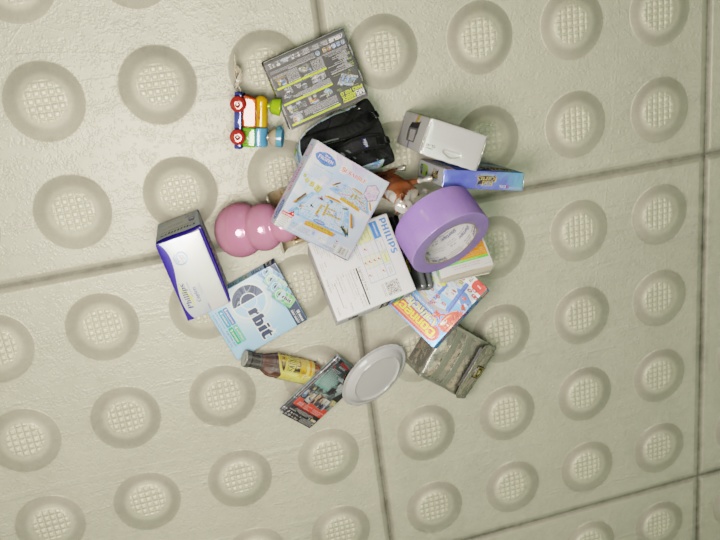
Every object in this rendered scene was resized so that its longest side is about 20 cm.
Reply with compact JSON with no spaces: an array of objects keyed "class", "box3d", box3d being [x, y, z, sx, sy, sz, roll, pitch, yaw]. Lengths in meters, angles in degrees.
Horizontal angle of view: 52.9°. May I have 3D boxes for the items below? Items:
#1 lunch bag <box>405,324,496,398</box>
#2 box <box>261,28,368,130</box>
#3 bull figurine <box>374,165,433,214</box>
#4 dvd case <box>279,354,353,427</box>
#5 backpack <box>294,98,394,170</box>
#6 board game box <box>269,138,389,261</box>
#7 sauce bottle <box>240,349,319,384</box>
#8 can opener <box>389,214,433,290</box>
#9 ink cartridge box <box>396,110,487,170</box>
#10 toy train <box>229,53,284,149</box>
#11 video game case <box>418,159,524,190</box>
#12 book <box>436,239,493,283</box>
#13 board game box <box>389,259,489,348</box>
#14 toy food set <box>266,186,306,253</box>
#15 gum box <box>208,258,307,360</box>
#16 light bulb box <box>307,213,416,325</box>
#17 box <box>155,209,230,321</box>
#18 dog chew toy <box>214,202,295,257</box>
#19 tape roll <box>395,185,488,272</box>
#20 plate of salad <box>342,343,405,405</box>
[{"class":"lunch bag","box3d":[0.247,0.229,1.875,0.199,0.118,0.165,30,94,-24]},{"class":"box","box3d":[-0.102,-0.432,1.633,0.199,0.044,0.161,-25,111,-5]},{"class":"bull figurine","box3d":[0.093,-0.189,1.676,0.121,0.200,0.066,-19,123,-24]},{"class":"dvd case","box3d":[-0.095,0.308,1.829,0.200,0.022,0.146,-43,143,3]},{"class":"backpack","box3d":[-0.051,-0.274,1.639,0.199,0.154,0.164,-28,93,-28]},{"class":"board game box","box3d":[-0.066,-0.151,1.576,0.199,0.041,0.201,27,95,-29]},{"class":"sauce bottle","box3d":[-0.197,0.237,1.779,0.199,0.066,0.066,16,102,-31]},{"class":"can opener","box3d":[0.126,-0.046,1.760,0.052,0.066,0.202,-4,72,-44]},{"class":"ink cartridge box","box3d":[0.183,-0.300,1.656,0.146,0.200,0.086,14,102,-17]},{"class":"toy train","box3d":[-0.224,-0.368,1.590,0.115,0.085,0.202,3,106,-1]},{"class":"video game case","box3d":[0.257,-0.227,1.706,0.198,0.181,0.046,1,106,-14]},{"class":"book","box3d":[0.224,-0.077,1.752,0.132,0.048,0.201,-12,65,-9]},{"class":"board game box","box3d":[0.178,0.053,1.782,0.200,0.056,0.196,43,93,15]},{"class":"toy food set","box3d":[-0.110,-0.138,1.709,0.198,0.060,0.145,-18,109,-7]},{"class":"gum box","box3d":[-0.255,0.095,1.752,0.199,0.045,0.171,-29,111,-4]},{"class":"light bulb box","box3d":[0.000,0.000,1.707,0.198,0.125,0.200,-21,84,-6]},{"class":"box","box3d":[-0.372,-0.017,1.607,0.104,0.200,0.185,-21,110,-7]},{"class":"dog chew toy","box3d":[-0.228,-0.096,1.632,0.198,0.125,0.126,-5,110,21]},{"class":"tape roll","box3d":[0.183,-0.090,1.627,0.199,0.085,0.201,-23,151,-14]},{"class":"plate of salad","box3d":[0.031,0.261,1.845,0.199,0.048,0.201,-25,139,-24]}]
